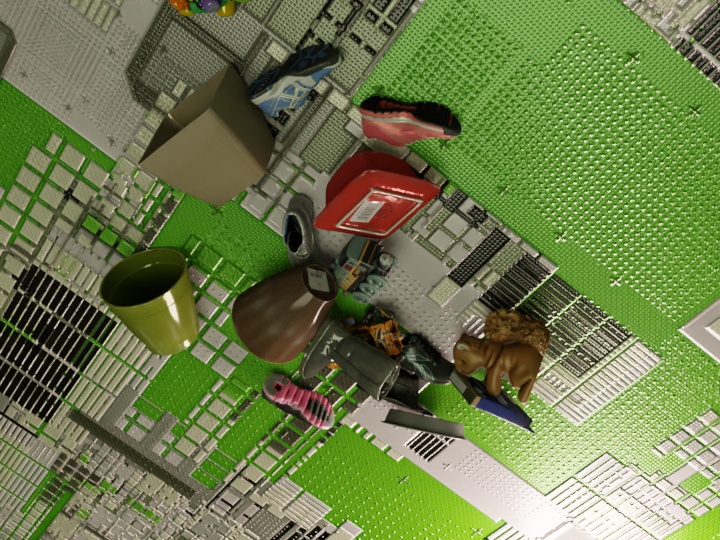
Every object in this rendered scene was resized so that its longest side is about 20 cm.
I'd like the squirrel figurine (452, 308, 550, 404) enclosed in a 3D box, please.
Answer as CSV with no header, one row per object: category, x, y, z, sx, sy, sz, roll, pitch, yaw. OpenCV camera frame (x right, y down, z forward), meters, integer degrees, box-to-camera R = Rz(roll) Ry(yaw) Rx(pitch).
squirrel figurine,0.299,0.166,1.704,0.186,0.142,0.200,20,108,14

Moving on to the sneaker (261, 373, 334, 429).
sneaker,-0.157,0.328,1.934,0.200,0.079,0.095,34,143,-6

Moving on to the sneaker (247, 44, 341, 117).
sneaker,-0.118,-0.365,1.525,0.200,0.076,0.077,-21,135,24

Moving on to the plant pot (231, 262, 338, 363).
plant pot,-0.143,0.071,1.687,0.187,0.187,0.200,41,129,-11

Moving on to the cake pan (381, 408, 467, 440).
cake pan,0.148,0.351,1.812,0.200,0.200,0.037,11,81,7

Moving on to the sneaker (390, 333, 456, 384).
sneaker,0.136,0.193,1.773,0.200,0.075,0.079,19,120,2

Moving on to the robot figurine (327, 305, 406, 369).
robot figurine,0.009,0.160,1.760,0.200,0.058,0.145,-14,91,35

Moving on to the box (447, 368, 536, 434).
box,0.296,0.288,1.740,0.200,0.121,0.032,28,100,-27

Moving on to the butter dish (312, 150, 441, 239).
butter dish,0.019,-0.170,1.559,0.199,0.148,0.200,7,146,-38

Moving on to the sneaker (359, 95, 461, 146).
sneaker,0.095,-0.277,1.527,0.200,0.074,0.087,13,135,10

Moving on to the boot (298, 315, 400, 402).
boot,-0.026,0.216,1.726,0.200,0.073,0.182,36,119,17

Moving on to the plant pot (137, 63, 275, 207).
plant pot,-0.283,-0.249,1.563,0.200,0.200,0.177,-30,121,26

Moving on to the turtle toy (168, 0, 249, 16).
turtle toy,-0.276,-0.529,1.440,0.200,0.101,0.146,5,120,11

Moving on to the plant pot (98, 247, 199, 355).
plant pot,-0.459,0.084,1.802,0.200,0.200,0.193,-3,131,15

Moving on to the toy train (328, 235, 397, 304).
toy train,0.000,0.000,1.659,0.114,0.085,0.200,29,153,-7

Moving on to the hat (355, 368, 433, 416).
hat,0.088,0.262,1.797,0.200,0.201,0.081,19,84,2

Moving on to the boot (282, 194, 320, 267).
boot,-0.134,-0.054,1.683,0.073,0.096,0.200,2,120,13
